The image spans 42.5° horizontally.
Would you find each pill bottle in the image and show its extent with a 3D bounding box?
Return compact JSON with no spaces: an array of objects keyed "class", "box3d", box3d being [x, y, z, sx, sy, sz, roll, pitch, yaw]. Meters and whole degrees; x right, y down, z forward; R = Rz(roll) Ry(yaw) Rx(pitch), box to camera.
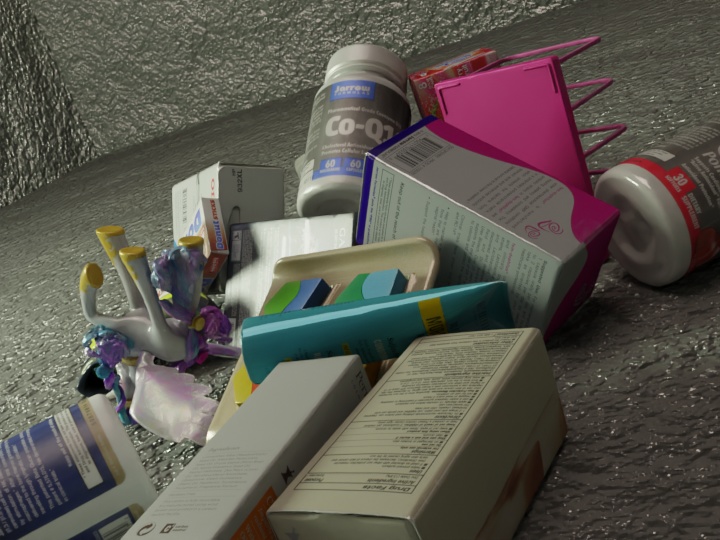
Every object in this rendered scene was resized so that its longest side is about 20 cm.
[{"class":"pill bottle","box3d":[0.315,-0.076,0.808,0.199,0.111,0.111,-26,18,-14]},{"class":"pill bottle","box3d":[-0.261,0.186,0.696,0.199,0.111,0.111,-27,19,-18]},{"class":"pill bottle","box3d":[-0.003,-0.144,1.027,0.113,0.114,0.201,-11,57,29]}]

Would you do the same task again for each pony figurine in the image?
[{"class":"pony figurine","box3d":[-0.183,0.068,0.885,0.192,0.201,0.166,7,22,26]}]

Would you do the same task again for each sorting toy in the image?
[{"class":"sorting toy","box3d":[-0.036,0.063,0.771,0.184,0.036,0.201,-8,52,36]}]

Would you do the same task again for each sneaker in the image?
[{"class":"sneaker","box3d":[-0.233,0.087,1.018,0.200,0.074,0.081,-31,23,26]}]

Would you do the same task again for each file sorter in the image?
[{"class":"file sorter","box3d":[0.192,-0.122,0.943,0.139,0.201,0.125,-2,23,45]}]

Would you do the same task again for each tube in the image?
[{"class":"tube","box3d":[0.013,0.043,0.683,0.199,0.078,0.051,-11,63,8]}]

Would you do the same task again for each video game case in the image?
[{"class":"video game case","box3d":[-0.074,0.018,0.948,0.199,0.144,0.019,-2,-7,45]}]

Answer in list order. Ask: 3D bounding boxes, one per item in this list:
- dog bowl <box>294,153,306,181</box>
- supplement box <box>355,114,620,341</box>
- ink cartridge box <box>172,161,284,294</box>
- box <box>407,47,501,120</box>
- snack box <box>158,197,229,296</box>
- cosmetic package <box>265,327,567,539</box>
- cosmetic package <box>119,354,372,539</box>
[{"class":"dog bowl","box3d":[0.015,-0.117,1.193,0.199,0.059,0.200,-6,-8,-1]},{"class":"supplement box","box3d":[0.106,-0.038,0.806,0.200,0.104,0.101,31,45,27]},{"class":"ink cartridge box","box3d":[-0.163,-0.044,1.127,0.083,0.146,0.200,0,-3,-26]},{"class":"box","box3d":[0.133,-0.144,1.066,0.099,0.201,0.096,-19,15,5]},{"class":"snack box","box3d":[-0.196,0.003,1.065,0.024,0.072,0.200,2,-33,-28]},{"class":"cosmetic package","box3d":[0.045,0.123,0.573,0.103,0.088,0.200,-6,22,35]},{"class":"cosmetic package","box3d":[-0.053,0.148,0.589,0.071,0.102,0.200,-10,22,29]}]
